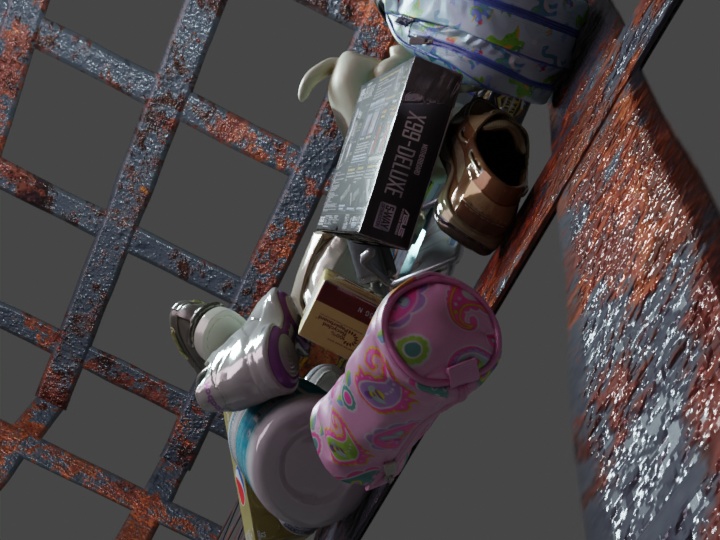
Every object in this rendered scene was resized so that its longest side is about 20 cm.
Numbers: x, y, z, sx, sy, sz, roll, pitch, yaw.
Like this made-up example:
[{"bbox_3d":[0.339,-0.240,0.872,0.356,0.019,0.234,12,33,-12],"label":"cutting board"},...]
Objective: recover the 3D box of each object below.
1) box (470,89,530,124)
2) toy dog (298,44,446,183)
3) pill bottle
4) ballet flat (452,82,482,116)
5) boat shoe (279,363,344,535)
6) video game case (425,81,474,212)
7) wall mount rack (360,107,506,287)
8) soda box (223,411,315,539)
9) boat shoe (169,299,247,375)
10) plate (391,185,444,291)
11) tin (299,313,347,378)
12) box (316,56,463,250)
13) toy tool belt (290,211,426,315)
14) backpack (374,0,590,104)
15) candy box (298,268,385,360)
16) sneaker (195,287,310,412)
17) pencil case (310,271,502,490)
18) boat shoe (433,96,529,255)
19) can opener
[{"bbox_3d":[0.174,-0.237,1.100,0.200,0.049,0.199,-101,35,-87],"label":"box"},{"bbox_3d":[0.024,-0.145,1.152,0.139,0.193,0.201,157,119,-74],"label":"toy dog"},{"bbox_3d":[-0.061,0.157,0.932,0.111,0.110,0.200,-64,14,-5],"label":"pill bottle"},{"bbox_3d":[0.093,-0.194,1.069,0.069,0.071,0.201,54,-122,-72],"label":"ballet flat"},{"bbox_3d":[-0.037,0.171,1.069,0.086,0.074,0.203,-53,16,46],"label":"boat shoe"},{"bbox_3d":[0.114,-0.162,1.341,0.182,0.045,0.200,-62,-4,19],"label":"video game case"},{"bbox_3d":[0.085,-0.064,1.001,0.173,0.075,0.201,-26,31,44],"label":"wall mount rack"},{"bbox_3d":[-0.106,0.202,1.123,0.064,0.067,0.201,124,136,-64],"label":"soda box"},{"bbox_3d":[-0.127,0.095,1.031,0.072,0.060,0.202,-56,-35,-21],"label":"boat shoe"},{"bbox_3d":[0.083,-0.032,1.194,0.201,0.025,0.200,-63,3,6],"label":"plate"},{"bbox_3d":[-0.028,0.103,1.172,0.201,0.112,0.042,-61,-8,32],"label":"tin"},{"bbox_3d":[0.021,-0.103,0.943,0.200,0.050,0.159,-170,98,-77],"label":"box"},{"bbox_3d":[-0.009,-0.012,1.255,0.201,0.124,0.123,-64,10,-15],"label":"toy tool belt"},{"bbox_3d":[0.116,-0.231,0.929,0.200,0.163,0.155,12,87,51],"label":"backpack"},{"bbox_3d":[0.007,0.050,0.925,0.056,0.115,0.200,-62,3,2],"label":"candy box"},{"bbox_3d":[-0.101,0.073,0.926,0.099,0.075,0.200,-26,8,8],"label":"sneaker"},{"bbox_3d":[0.025,0.083,0.692,0.088,0.087,0.200,-66,2,-35],"label":"pencil case"},{"bbox_3d":[0.111,-0.093,0.844,0.074,0.075,0.200,-55,15,34],"label":"boat shoe"},{"bbox_3d":[0.000,0.000,1.074,0.067,0.201,0.053,-17,-1,22],"label":"can opener"}]
